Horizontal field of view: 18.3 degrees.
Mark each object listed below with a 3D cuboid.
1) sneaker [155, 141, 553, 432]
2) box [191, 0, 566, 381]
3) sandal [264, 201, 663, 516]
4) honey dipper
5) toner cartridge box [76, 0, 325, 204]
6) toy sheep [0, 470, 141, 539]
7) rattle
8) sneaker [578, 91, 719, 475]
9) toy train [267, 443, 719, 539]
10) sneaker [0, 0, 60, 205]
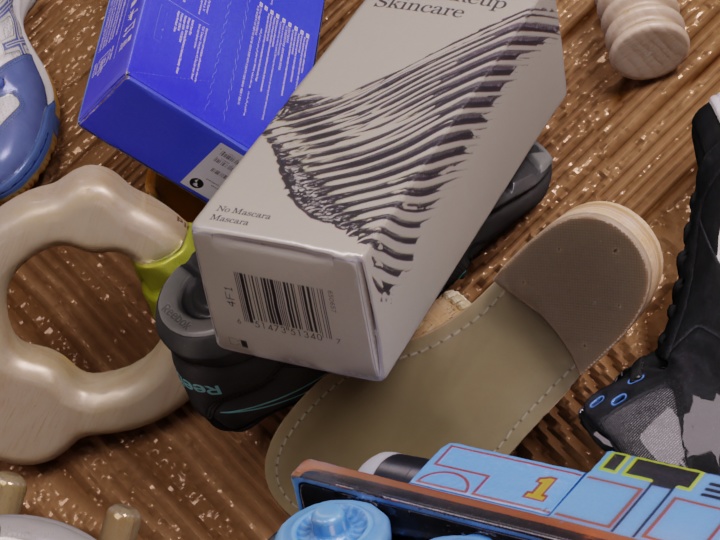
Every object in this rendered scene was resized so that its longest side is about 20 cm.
[{"bbox_3d":[0.000,0.000,0.994,0.200,0.079,0.075,-28,42,-18],"label":"sneaker"},{"bbox_3d":[0.013,-0.048,0.934,0.082,0.069,0.200,10,44,23],"label":"box"},{"bbox_3d":[0.053,0.039,0.945,0.212,0.070,0.078,-41,87,31],"label":"sandal"},{"bbox_3d":[0.116,-0.176,1.066,0.038,0.038,0.201,-21,52,13],"label":"honey dipper"},{"bbox_3d":[-0.067,-0.124,1.054,0.043,0.095,0.200,-38,30,37],"label":"toner cartridge box"},{"bbox_3d":[-0.135,0.154,0.868,0.137,0.200,0.139,0,93,2],"label":"toy sheep"},{"bbox_3d":[-0.150,0.019,1.054,0.200,0.130,0.143,-47,37,25],"label":"rattle"},{"bbox_3d":[0.135,0.021,0.912,0.112,0.073,0.201,-21,54,13],"label":"sneaker"},{"bbox_3d":[0.057,0.119,0.853,0.199,0.087,0.114,10,34,35],"label":"toy train"},{"bbox_3d":[-0.209,-0.125,1.157,0.075,0.088,0.201,-20,55,11],"label":"sneaker"}]
